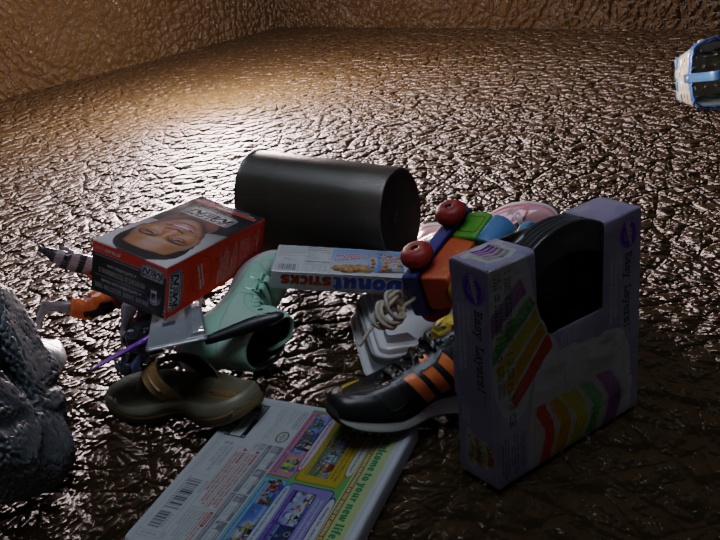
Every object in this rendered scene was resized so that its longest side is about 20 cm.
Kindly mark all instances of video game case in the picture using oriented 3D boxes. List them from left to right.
[{"bbox_3d":[-0.065,0.179,0.646,0.178,0.023,0.200,4,26,23],"label":"video game case"}]

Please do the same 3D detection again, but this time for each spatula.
[{"bbox_3d":[-0.172,0.067,0.775,0.195,0.021,0.057,-11,6,-2],"label":"spatula"}]

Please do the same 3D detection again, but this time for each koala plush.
[{"bbox_3d":[-0.374,0.146,0.674,0.197,0.186,0.178,-27,15,5],"label":"koala plush"}]

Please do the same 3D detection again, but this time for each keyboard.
[{"bbox_3d":[-0.186,0.054,0.783,0.055,0.011,0.200,-17,10,-11],"label":"keyboard"}]

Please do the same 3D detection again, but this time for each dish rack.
[{"bbox_3d":[0.089,0.051,0.853,0.195,0.045,0.172,-8,24,-5],"label":"dish rack"}]

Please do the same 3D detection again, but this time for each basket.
[{"bbox_3d":[-0.034,-0.073,0.976,0.196,0.181,0.138,3,55,31],"label":"basket"},{"bbox_3d":[0.715,-0.388,1.509,0.172,0.143,0.200,-10,15,-9],"label":"basket"}]

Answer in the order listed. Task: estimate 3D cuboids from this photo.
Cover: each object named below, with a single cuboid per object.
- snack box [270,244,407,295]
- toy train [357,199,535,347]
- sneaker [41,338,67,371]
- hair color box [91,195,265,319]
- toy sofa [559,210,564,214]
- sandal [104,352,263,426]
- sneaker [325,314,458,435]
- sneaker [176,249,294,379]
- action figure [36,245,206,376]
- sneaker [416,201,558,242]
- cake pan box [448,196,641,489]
[{"bbox_3d":[0.000,0.000,0.869,0.195,0.025,0.072,4,24,0],"label":"snack box"},{"bbox_3d":[0.095,0.017,0.746,0.114,0.086,0.201,6,43,40],"label":"toy train"},{"bbox_3d":[-0.423,0.103,0.852,0.195,0.072,0.080,5,11,-4],"label":"sneaker"},{"bbox_3d":[-0.200,-0.022,0.877,0.099,0.063,0.200,18,25,17],"label":"hair color box"},{"bbox_3d":[0.201,0.007,0.813,0.097,0.083,0.201,38,26,-4],"label":"toy sofa"},{"bbox_3d":[-0.178,0.111,0.762,0.196,0.055,0.080,-3,23,37],"label":"sandal"},{"bbox_3d":[0.058,0.085,0.697,0.196,0.092,0.070,-5,15,-25],"label":"sneaker"},{"bbox_3d":[-0.102,0.048,0.867,0.116,0.075,0.201,2,35,33],"label":"sneaker"},{"bbox_3d":[-0.278,0.031,0.906,0.188,0.107,0.201,2,28,-8],"label":"action figure"},{"bbox_3d":[0.154,-0.028,0.964,0.195,0.077,0.105,-9,19,14],"label":"sneaker"},{"bbox_3d":[0.159,0.052,0.645,0.181,0.205,0.052,-20,25,-32],"label":"cake pan box"}]
